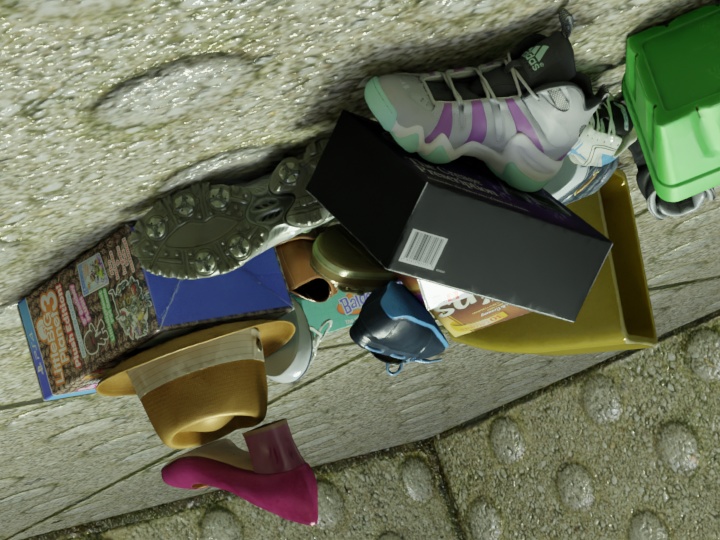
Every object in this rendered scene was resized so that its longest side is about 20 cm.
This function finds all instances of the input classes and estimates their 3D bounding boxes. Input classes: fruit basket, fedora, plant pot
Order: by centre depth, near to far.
[{"bbox_3d":[0.328,-0.150,1.423,0.213,0.157,0.216,-11,152,-6],"label":"fruit basket"},{"bbox_3d":[-0.137,0.107,1.492,0.198,0.083,0.201,-18,170,-3],"label":"fedora"},{"bbox_3d":[0.189,0.001,1.788,0.198,0.197,0.195,-12,173,18],"label":"plant pot"}]

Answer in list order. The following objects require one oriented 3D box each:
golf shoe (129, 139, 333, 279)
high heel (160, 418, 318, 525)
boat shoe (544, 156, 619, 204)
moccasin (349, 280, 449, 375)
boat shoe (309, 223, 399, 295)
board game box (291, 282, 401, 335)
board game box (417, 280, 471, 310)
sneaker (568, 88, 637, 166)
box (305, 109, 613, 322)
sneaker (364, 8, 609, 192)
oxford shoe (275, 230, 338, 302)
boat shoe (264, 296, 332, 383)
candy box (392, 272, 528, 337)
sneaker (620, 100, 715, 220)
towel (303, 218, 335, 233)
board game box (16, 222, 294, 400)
[{"bbox_3d":[-0.091,-0.042,1.402,0.198,0.079,0.097,-18,175,2],"label":"golf shoe"},{"bbox_3d":[-0.114,0.201,1.531,0.067,0.097,0.199,-18,177,-37],"label":"high heel"},{"bbox_3d":[0.163,-0.074,1.667,0.199,0.072,0.090,-27,166,37],"label":"boat shoe"},{"bbox_3d":[0.030,0.053,1.619,0.068,0.081,0.200,-38,159,6],"label":"moccasin"},{"bbox_3d":[-0.002,-0.002,1.625,0.063,0.073,0.200,-54,168,16],"label":"boat shoe"},{"bbox_3d":[-0.007,0.028,1.830,0.150,0.046,0.200,-17,-176,-12],"label":"board game box"},{"bbox_3d":[0.092,-0.058,1.458,0.125,0.035,0.201,-18,136,1],"label":"board game box"},{"bbox_3d":[0.191,-0.130,1.435,0.072,0.073,0.200,-16,174,18],"label":"sneaker"},{"bbox_3d":[0.078,-0.042,1.322,0.198,0.141,0.080,15,106,-37],"label":"box"},{"bbox_3d":[0.106,-0.144,1.263,0.199,0.078,0.140,12,129,-42],"label":"sneaker"},{"bbox_3d":[-0.040,-0.001,1.690,0.071,0.072,0.199,-26,169,25],"label":"oxford shoe"},{"bbox_3d":[-0.071,0.064,1.649,0.086,0.075,0.202,30,-174,-29],"label":"boat shoe"},{"bbox_3d":[0.103,-0.012,1.611,0.116,0.057,0.200,-19,150,17],"label":"candy box"},{"bbox_3d":[0.302,-0.107,1.623,0.075,0.115,0.199,-23,168,24],"label":"sneaker"},{"bbox_3d":[0.024,-0.078,1.521,0.198,0.031,0.149,-20,168,9],"label":"towel"},{"bbox_3d":[-0.188,0.032,1.526,0.158,0.098,0.199,-8,165,-44],"label":"board game box"}]
